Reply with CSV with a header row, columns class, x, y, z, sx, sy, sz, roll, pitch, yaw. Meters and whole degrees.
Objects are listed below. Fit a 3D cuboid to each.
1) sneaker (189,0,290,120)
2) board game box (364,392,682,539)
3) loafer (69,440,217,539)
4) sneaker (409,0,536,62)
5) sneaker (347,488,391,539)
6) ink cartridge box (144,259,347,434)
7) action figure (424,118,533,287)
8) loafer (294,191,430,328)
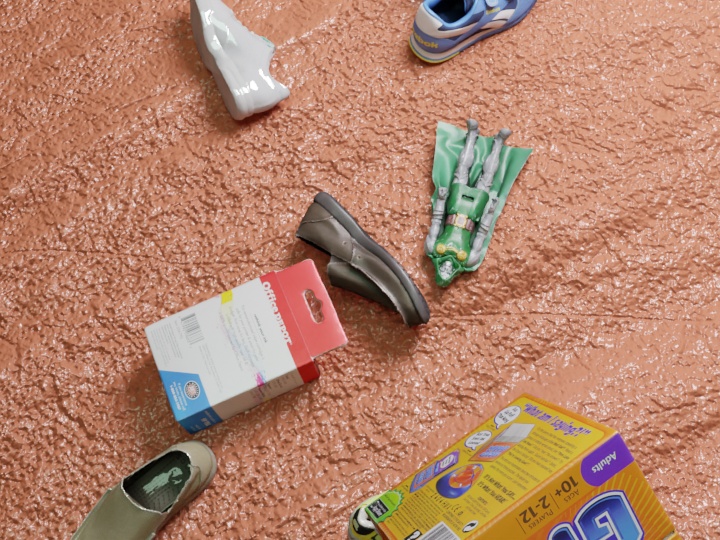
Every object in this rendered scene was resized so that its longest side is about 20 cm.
class,x,y,z,sx,sy,sz,roll,pitch,yaw
sneaker,-0.153,-0.282,1.269,0.088,0.075,0.201,-20,72,-17
board game box,0.155,0.259,0.896,0.199,0.200,0.201,-34,99,-9
loafer,-0.237,0.249,1.046,0.076,0.068,0.200,39,76,19
sneaker,0.149,-0.336,1.249,0.199,0.082,0.074,-36,67,-12
sneaker,0.083,0.242,1.016,0.199,0.077,0.076,-20,65,-5
ink cartridge box,-0.121,0.082,1.106,0.199,0.067,0.117,-23,68,-5
action figure,0.121,-0.073,1.160,0.117,0.055,0.201,15,73,8
loafer,0.000,0.000,1.135,0.071,0.073,0.200,-43,65,-2
